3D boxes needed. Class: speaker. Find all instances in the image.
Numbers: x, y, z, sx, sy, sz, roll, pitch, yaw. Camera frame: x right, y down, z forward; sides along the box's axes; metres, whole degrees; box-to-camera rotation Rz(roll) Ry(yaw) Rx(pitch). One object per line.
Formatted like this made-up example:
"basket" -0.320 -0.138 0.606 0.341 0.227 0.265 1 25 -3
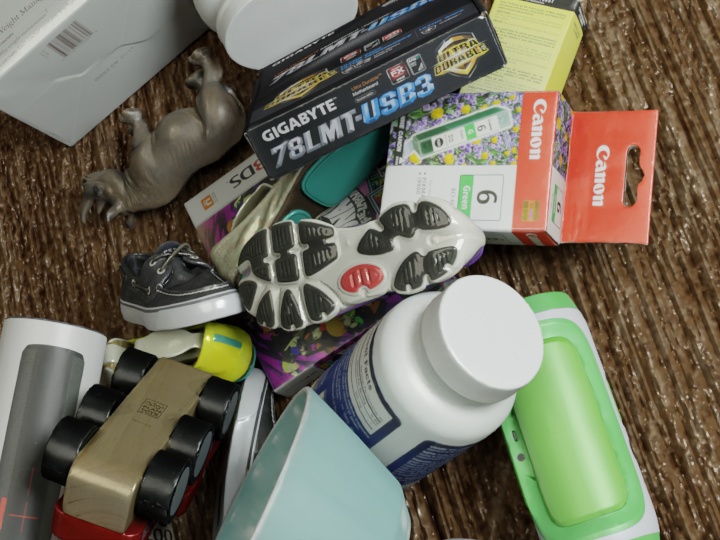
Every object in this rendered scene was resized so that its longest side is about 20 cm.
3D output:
"speaker" 0.151 0.122 0.824 0.088 0.088 0.202 -22 70 15
"speaker" -0.248 0.141 0.842 0.080 0.081 0.202 3 76 22

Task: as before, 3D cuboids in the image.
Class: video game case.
"video game case" -0.038 -0.025 0.961 0.180 0.036 0.201 -33 67 12

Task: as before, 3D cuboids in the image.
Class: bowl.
"bowl" -0.037 0.191 0.755 0.104 0.201 0.202 27 87 -5

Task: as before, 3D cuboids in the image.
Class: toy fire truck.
"toy fire truck" -0.159 0.189 0.848 0.127 0.176 0.202 18 113 4

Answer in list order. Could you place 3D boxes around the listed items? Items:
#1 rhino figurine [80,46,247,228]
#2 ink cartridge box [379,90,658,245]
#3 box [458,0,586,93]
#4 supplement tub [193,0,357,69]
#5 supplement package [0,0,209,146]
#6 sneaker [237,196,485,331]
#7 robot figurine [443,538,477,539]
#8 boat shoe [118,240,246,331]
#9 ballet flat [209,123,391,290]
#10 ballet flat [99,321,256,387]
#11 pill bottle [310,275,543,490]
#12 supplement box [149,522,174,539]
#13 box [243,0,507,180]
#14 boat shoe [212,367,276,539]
"rhino figurine" -0.186 -0.106 1.026 0.199 0.060 0.088 -38 77 12
"ink cartridge box" 0.118 -0.077 0.848 0.198 0.050 0.110 2 79 25
"box" 0.117 -0.128 0.918 0.075 0.050 0.202 17 83 24
"supplement tub" -0.093 -0.296 0.990 0.144 0.145 0.201 -27 69 13
"supplement package" -0.286 -0.269 1.058 0.191 0.147 0.201 -37 68 9
"sneaker" 0.000 0.000 0.833 0.198 0.083 0.082 -9 83 24
"robot figurine" 0.062 0.252 0.765 0.169 0.201 0.113 -25 68 -21
"boat shoe" -0.156 0.008 0.933 0.069 0.200 0.067 -14 98 -25
"ballet flat" -0.054 -0.068 0.924 0.200 0.067 0.062 -48 56 5
"ballet flat" -0.179 0.077 0.950 0.199 0.067 0.067 -15 62 33
"pill bottle" 0.043 0.084 0.809 0.200 0.110 0.112 -46 57 51
"supplement box" -0.206 0.243 0.912 0.073 0.126 0.202 -23 70 15
"box" 0.007 -0.164 0.896 0.199 0.199 0.050 -25 114 10
"boat shoe" -0.078 0.172 0.903 0.067 0.074 0.201 11 49 -11
